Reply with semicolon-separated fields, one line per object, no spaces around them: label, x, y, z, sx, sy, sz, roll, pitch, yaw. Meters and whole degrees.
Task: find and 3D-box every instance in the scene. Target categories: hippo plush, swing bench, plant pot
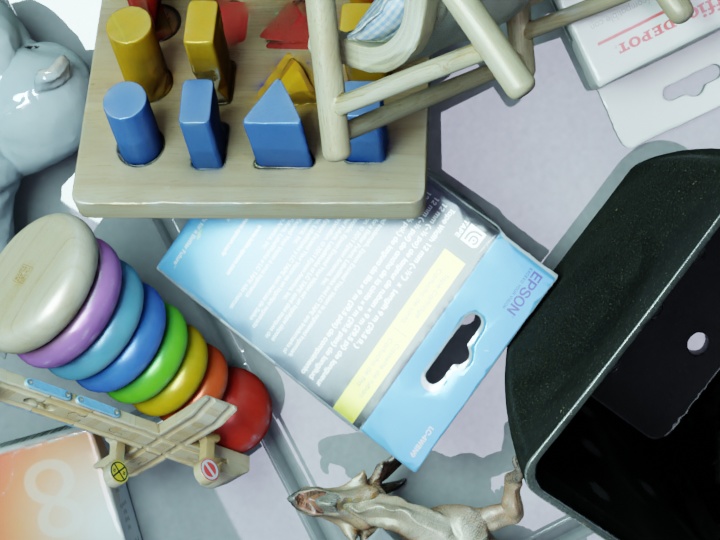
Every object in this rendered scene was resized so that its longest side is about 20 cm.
hippo plush;-0.232;-0.074;0.940;0.200;0.159;0.161;42;98;1
swing bench;0.049;-0.188;0.820;0.129;0.198;0.202;-16;98;40
plant pot;0.191;0.050;0.888;0.199;0.178;0.201;34;97;-20

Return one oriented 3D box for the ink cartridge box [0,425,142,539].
ink cartridge box;-0.212;0.210;1.020;0.160;0.050;0.203;-16;90;7

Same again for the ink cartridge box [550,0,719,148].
ink cartridge box;0.164;-0.183;0.940;0.116;0.067;0.202;-26;92;7

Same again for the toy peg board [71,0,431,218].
toy peg board;-0.061;-0.140;0.901;0.197;0.098;0.201;0;61;7

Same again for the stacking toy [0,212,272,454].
stacking toy;-0.126;0.053;0.947;0.085;0.086;0.200;-43;129;7

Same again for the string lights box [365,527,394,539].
string lights box;-0.015;0.245;0.951;0.103;0.059;0.200;43;132;0

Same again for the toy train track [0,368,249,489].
toy train track;-0.148;0.097;0.922;0.199;0.033;0.114;25;139;-35

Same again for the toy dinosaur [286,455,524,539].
toy dinosaur;0.057;0.177;0.974;0.135;0.086;0.201;-4;128;45

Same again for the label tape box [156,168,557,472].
label tape box;0.000;0.000;0.959;0.199;0.066;0.144;37;97;9
